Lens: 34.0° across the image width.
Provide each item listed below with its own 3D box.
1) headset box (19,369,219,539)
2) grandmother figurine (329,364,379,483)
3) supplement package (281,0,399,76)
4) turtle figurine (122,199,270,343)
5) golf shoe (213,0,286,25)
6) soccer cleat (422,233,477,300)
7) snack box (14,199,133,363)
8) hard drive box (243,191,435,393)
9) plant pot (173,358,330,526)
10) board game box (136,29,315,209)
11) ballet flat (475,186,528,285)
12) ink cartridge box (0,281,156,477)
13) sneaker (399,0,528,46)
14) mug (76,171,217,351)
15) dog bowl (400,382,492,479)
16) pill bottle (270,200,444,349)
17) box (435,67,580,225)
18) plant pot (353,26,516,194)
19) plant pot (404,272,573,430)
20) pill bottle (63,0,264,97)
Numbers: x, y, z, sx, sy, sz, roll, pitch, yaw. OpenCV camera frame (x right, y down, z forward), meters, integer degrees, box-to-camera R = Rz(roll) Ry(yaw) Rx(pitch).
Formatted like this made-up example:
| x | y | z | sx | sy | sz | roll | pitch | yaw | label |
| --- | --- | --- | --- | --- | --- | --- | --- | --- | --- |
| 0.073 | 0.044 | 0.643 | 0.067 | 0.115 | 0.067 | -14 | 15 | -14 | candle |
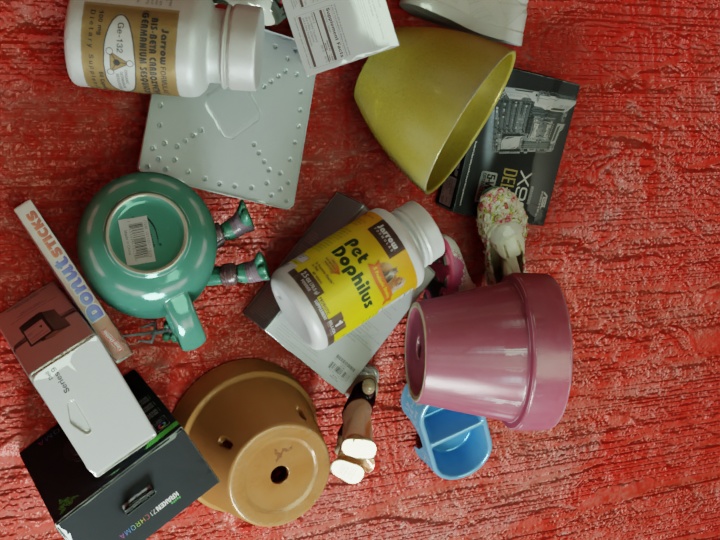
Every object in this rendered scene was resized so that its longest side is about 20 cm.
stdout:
| x | y | z | sx | sy | sz | roll | pitch | yaw | label |
| --- | --- | --- | --- | --- | --- | --- | --- | --- | --- |
| -0.280 | 0.232 | 1.364 | 0.174 | 0.200 | 0.093 | -36 | 120 | -13 | headset box |
| -0.003 | 0.188 | 1.516 | 0.060 | 0.200 | 0.122 | 30 | 117 | -11 | grandmother figurine |
| -0.041 | -0.337 | 1.308 | 0.110 | 0.156 | 0.202 | -17 | 107 | 2 | supplement package |
| -0.213 | -0.002 | 1.385 | 0.198 | 0.101 | 0.151 | -20 | 96 | -2 | turtle figurine |
| -0.176 | -0.325 | 1.318 | 0.199 | 0.077 | 0.088 | 34 | 88 | -23 | golf shoe |
| 0.131 | 0.034 | 1.608 | 0.086 | 0.070 | 0.202 | -22 | 121 | -30 | soccer cleat |
| -0.318 | 0.014 | 1.307 | 0.024 | 0.072 | 0.201 | -34 | 97 | -13 | snack box |
| -0.025 | 0.029 | 1.510 | 0.156 | 0.077 | 0.200 | 42 | 84 | -32 | hard drive box |
| -0.128 | 0.230 | 1.482 | 0.198 | 0.140 | 0.202 | -9 | 111 | -25 | plant pot |
| -0.153 | -0.188 | 1.373 | 0.199 | 0.026 | 0.202 | 12 | 85 | -31 | board game box |
| 0.199 | -0.028 | 1.581 | 0.075 | 0.064 | 0.201 | -20 | 139 | -2 | ballet flat |
| -0.317 | 0.117 | 1.305 | 0.084 | 0.200 | 0.147 | -33 | 118 | -15 | ink cartridge box |
| 0.138 | -0.360 | 1.481 | 0.199 | 0.073 | 0.117 | 6 | 101 | -40 | sneaker |
| -0.218 | -0.021 | 1.281 | 0.184 | 0.114 | 0.153 | 32 | 77 | -3 | mug |
| 0.125 | 0.213 | 1.637 | 0.111 | 0.050 | 0.201 | -23 | 129 | -7 | dog bowl |
| 0.000 | 0.000 | 1.406 | 0.199 | 0.109 | 0.110 | -33 | 119 | -16 | pill bottle |
| 0.198 | -0.169 | 1.583 | 0.157 | 0.050 | 0.202 | 8 | 102 | -30 | box |
| 0.077 | -0.216 | 1.433 | 0.141 | 0.200 | 0.201 | 34 | 88 | 10 | plant pot |
| 0.155 | 0.104 | 1.503 | 0.177 | 0.200 | 0.202 | 0 | 107 | -10 | plant pot |
| -0.205 | -0.245 | 1.256 | 0.198 | 0.114 | 0.115 | 5 | 105 | 0 | pill bottle |
